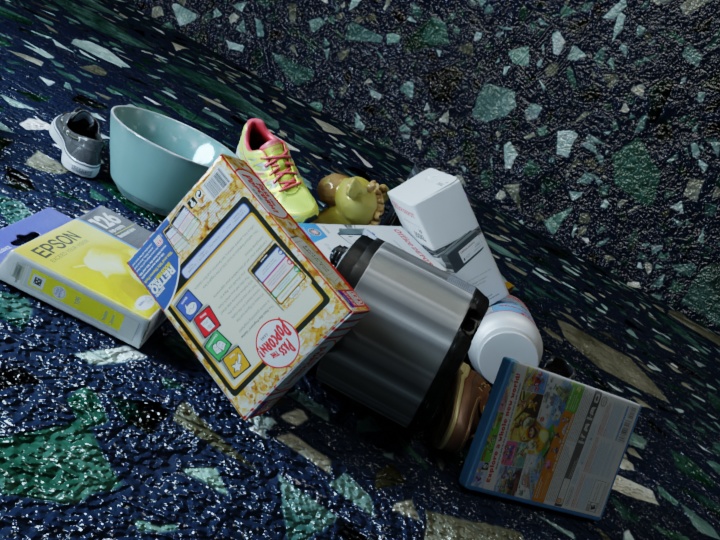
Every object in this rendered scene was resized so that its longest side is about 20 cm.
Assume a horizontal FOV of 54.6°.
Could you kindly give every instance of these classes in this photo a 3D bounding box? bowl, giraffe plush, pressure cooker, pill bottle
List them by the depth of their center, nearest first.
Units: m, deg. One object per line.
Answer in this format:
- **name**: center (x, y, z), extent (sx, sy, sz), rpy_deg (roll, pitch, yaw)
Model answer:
- **pressure cooker**: center (0.021, 0.058, 0.770), extent (0.199, 0.179, 0.176), rpy_deg (27, -25, 6)
- **bowl**: center (-0.285, -0.150, 1.027), extent (0.200, 0.105, 0.201), rpy_deg (27, 17, -9)
- **pill bottle**: center (0.214, 0.105, 1.048), extent (0.108, 0.109, 0.200), rpy_deg (29, 12, 1)
- **giraffe plush**: center (-0.035, -0.086, 1.135), extent (0.199, 0.163, 0.173), rpy_deg (27, 17, -5)

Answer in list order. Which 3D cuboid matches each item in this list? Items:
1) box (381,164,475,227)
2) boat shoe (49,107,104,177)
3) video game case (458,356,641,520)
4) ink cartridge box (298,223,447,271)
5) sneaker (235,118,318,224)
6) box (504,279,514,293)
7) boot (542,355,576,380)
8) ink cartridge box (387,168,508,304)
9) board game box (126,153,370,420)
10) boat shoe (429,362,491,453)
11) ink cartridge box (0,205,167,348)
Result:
- **box**: center (0.098, -0.065, 1.223), extent (0.106, 0.201, 0.122), rpy_deg (25, 17, -11)
- **boat shoe**: center (-0.420, -0.207, 1.045), extent (0.070, 0.066, 0.200), rpy_deg (18, 20, -32)
- **video game case**: center (0.214, 0.190, 0.772), extent (0.199, 0.144, 0.018), rpy_deg (21, 0, -25)
- **ink cartridge box**: center (0.000, 0.000, 1.010), extent (0.199, 0.086, 0.146), rpy_deg (-2, 30, -30)
- **sneaker**: center (-0.129, -0.149, 1.045), extent (0.078, 0.090, 0.200), rpy_deg (-26, 62, -29)
- **box**: center (0.231, 0.001, 1.529), extent (0.200, 0.042, 0.119), rpy_deg (32, 17, 20)
- **boot**: center (0.229, 0.165, 0.882), extent (0.070, 0.132, 0.200), rpy_deg (30, 17, 9)
- **ink cartridge box**: center (0.132, -0.045, 1.083), extent (0.201, 0.084, 0.145), rpy_deg (63, -6, -18)
- **board game box**: center (-0.111, 0.015, 0.664), extent (0.200, 0.151, 0.046), rpy_deg (50, 16, 15)
- **boat shoe**: center (0.129, 0.164, 0.831), extent (0.067, 0.072, 0.200), rpy_deg (28, 14, 6)
- **ink cartridge box**: center (-0.282, -0.014, 0.742), extent (0.199, 0.047, 0.198), rpy_deg (30, 18, -5)
